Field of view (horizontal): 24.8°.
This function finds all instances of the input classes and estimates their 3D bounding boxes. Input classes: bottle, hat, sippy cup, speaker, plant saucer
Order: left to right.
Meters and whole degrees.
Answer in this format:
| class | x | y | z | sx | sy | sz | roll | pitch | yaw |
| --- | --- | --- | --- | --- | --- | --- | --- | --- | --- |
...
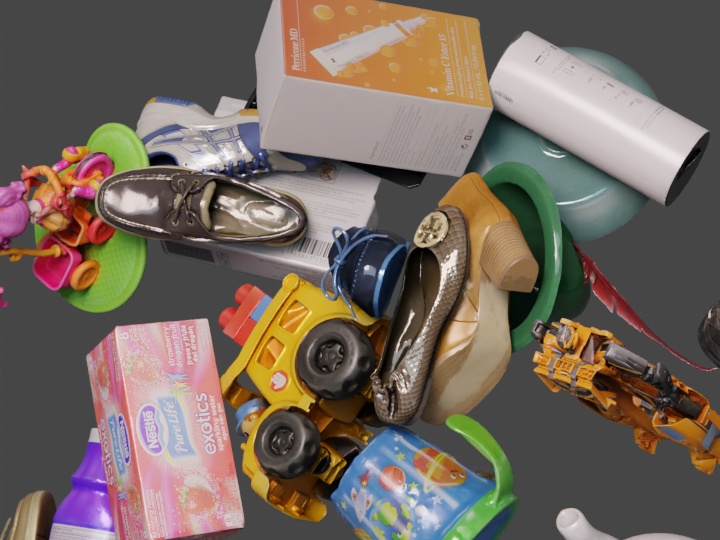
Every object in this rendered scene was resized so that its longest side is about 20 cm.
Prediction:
| class | x | y | z | sx | sy | sz | roll | pitch | yaw |
| --- | --- | --- | --- | --- | --- | --- | --- | --- | --- |
| bottle | -0.252 | 0.252 | 1.548 | 0.083 | 0.065 | 0.201 | 5 | 77 | 16 |
| sippy cup | 0.050 | 0.212 | 1.452 | 0.130 | 0.140 | 0.178 | 39 | 81 | 17 |
| plant saucer | 0.193 | -0.126 | 1.563 | 0.199 | 0.036 | 0.201 | -3 | 76 | 12 |
| hat | 0.203 | 0.006 | 1.526 | 0.175 | 0.165 | 0.201 | 4 | 75 | -30 |
| speaker | 0.218 | -0.140 | 1.499 | 0.199 | 0.081 | 0.081 | 32 | 84 | 17 |

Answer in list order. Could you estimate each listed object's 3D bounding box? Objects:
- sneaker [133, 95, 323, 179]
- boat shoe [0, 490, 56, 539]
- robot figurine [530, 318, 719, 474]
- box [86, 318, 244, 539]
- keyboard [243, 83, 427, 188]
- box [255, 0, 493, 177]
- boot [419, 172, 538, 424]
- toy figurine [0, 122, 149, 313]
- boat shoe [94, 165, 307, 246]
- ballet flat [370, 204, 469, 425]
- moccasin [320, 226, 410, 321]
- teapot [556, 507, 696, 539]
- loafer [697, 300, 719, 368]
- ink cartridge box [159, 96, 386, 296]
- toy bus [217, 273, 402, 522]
| class | x | y | z | sx | sy | sz | roll | pitch | yaw |
| --- | --- | --- | --- | --- | --- | --- | --- | --- | --- |
| sneaker | -0.130 | -0.106 | 1.574 | 0.199 | 0.075 | 0.089 | 9 | 66 | 24 |
| boat shoe | -0.334 | 0.306 | 1.548 | 0.062 | 0.073 | 0.201 | 8 | 79 | 11 |
| robot figurine | 0.229 | 0.105 | 1.400 | 0.145 | 0.200 | 0.058 | 16 | 76 | 54 |
| box | -0.181 | 0.156 | 1.509 | 0.094 | 0.103 | 0.201 | -4 | 74 | -27 |
| keyboard | -0.011 | -0.159 | 1.599 | 0.199 | 0.040 | 0.104 | 23 | 63 | 15 |
| box | 0.010 | -0.175 | 1.520 | 0.199 | 0.098 | 0.125 | 7 | 49 | -15 |
| boot | 0.089 | 0.024 | 1.487 | 0.202 | 0.070 | 0.144 | -64 | 31 | 24 |
| toy figurine | -0.306 | -0.039 | 1.531 | 0.150 | 0.184 | 0.201 | 39 | 118 | 23 |
| boat shoe | -0.145 | -0.062 | 1.509 | 0.199 | 0.065 | 0.074 | 3 | 85 | -8 |
| ballet flat | 0.048 | 0.037 | 1.431 | 0.067 | 0.046 | 0.201 | 9 | 82 | 59 |
| moccasin | 0.000 | 0.000 | 1.441 | 0.068 | 0.200 | 0.081 | 20 | 93 | 2 |
| teapot | 0.257 | 0.316 | 1.379 | 0.199 | 0.146 | 0.199 | 6 | 78 | 13 |
| loafer | 0.383 | 0.099 | 1.444 | 0.200 | 0.072 | 0.073 | 36 | 85 | 17 |
| ink cartridge box | -0.077 | -0.076 | 1.606 | 0.199 | 0.044 | 0.174 | 13 | 58 | 16 |
| toy bus | -0.066 | 0.104 | 1.520 | 0.192 | 0.136 | 0.201 | 30 | 86 | 31 |
